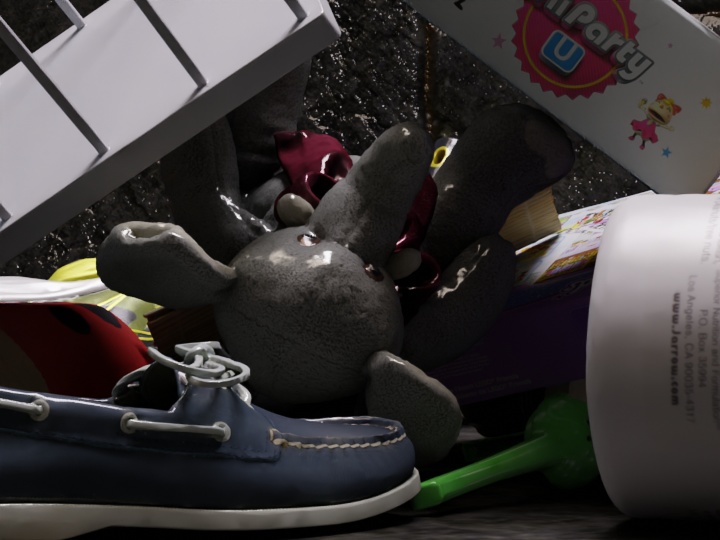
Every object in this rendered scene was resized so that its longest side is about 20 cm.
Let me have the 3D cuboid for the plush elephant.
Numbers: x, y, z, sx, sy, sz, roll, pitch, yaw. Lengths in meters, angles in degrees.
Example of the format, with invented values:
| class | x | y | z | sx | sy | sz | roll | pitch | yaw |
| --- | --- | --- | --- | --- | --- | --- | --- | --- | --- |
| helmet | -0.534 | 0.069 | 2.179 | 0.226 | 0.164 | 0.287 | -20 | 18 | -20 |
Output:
| class | x | y | z | sx | sy | sz | roll | pitch | yaw |
| --- | --- | --- | --- | --- | --- | --- | --- | --- | --- |
| plush elephant | -0.013 | -0.006 | 0.882 | 0.164 | 0.200 | 0.155 | 29 | -2 | -9 |

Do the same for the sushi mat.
| class | x | y | z | sx | sy | sz | roll | pitch | yaw |
| --- | --- | --- | --- | --- | --- | --- | --- | --- | --- |
| sushi mat | 0.000 | 0.000 | 1.004 | 0.199 | 0.012 | 0.096 | -26 | -26 | -6 |

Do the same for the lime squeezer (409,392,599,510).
| class | x | y | z | sx | sy | sz | roll | pitch | yaw |
| --- | --- | --- | --- | --- | --- | --- | --- | --- | --- |
| lime squeezer | 0.067 | 0.076 | 0.892 | 0.071 | 0.038 | 0.200 | -32 | -3 | 7 |

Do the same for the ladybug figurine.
| class | x | y | z | sx | sy | sz | roll | pitch | yaw |
| --- | --- | --- | --- | --- | --- | --- | --- | --- | --- |
| ladybug figurine | -0.151 | 0.050 | 0.949 | 0.135 | 0.072 | 0.200 | 0 | 0 | 17 |

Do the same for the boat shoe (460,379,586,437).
| class | x | y | z | sx | sy | sz | roll | pitch | yaw |
| --- | --- | --- | --- | --- | --- | --- | --- | --- | --- |
| boat shoe | 0.097 | 0.051 | 1.155 | 0.059 | 0.072 | 0.200 | 3 | 7 | 14 |

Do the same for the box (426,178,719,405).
| class | x | y | z | sx | sy | sz | roll | pitch | yaw |
| --- | --- | --- | --- | --- | --- | --- | --- | --- | --- |
| box | 0.107 | 0.007 | 1.022 | 0.200 | 0.039 | 0.137 | -15 | 16 | 34 |

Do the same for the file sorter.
| class | x | y | z | sx | sy | sz | roll | pitch | yaw |
| --- | --- | --- | --- | --- | --- | --- | --- | --- | --- |
| file sorter | -0.132 | -0.108 | 0.876 | 0.200 | 0.125 | 0.139 | -33 | 30 | 7 |

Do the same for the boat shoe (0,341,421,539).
| class | x | y | z | sx | sy | sz | roll | pitch | yaw |
| --- | --- | --- | --- | --- | --- | --- | --- | --- | --- |
| boat shoe | -0.069 | 0.056 | 0.754 | 0.199 | 0.062 | 0.075 | 0 | 0 | -25 |

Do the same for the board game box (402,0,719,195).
| class | x | y | z | sx | sy | sz | roll | pitch | yaw |
| --- | --- | --- | --- | --- | --- | --- | --- | --- | --- |
| board game box | 0.092 | -0.091 | 0.906 | 0.147 | 0.064 | 0.200 | 38 | 5 | 5 |

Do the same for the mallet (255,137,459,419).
| class | x | y | z | sx | sy | sz | roll | pitch | yaw |
| --- | --- | --- | --- | --- | --- | --- | --- | --- | --- |
| mallet | 0.002 | 0.008 | 1.109 | 0.066 | 0.200 | 0.041 | -3 | -45 | 25 |

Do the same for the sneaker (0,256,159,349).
| class | x | y | z | sx | sy | sz | roll | pitch | yaw |
| --- | --- | --- | --- | --- | --- | --- | --- | --- | --- |
| sneaker | -0.158 | 0.048 | 1.074 | 0.199 | 0.085 | 0.075 | -20 | -33 | -24 |

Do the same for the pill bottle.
| class | x | y | z | sx | sy | sz | roll | pitch | yaw |
| --- | --- | --- | --- | --- | --- | --- | --- | --- | --- |
| pill bottle | 0.185 | 0.030 | 0.751 | 0.199 | 0.115 | 0.114 | 0 | 0 | 20 |
